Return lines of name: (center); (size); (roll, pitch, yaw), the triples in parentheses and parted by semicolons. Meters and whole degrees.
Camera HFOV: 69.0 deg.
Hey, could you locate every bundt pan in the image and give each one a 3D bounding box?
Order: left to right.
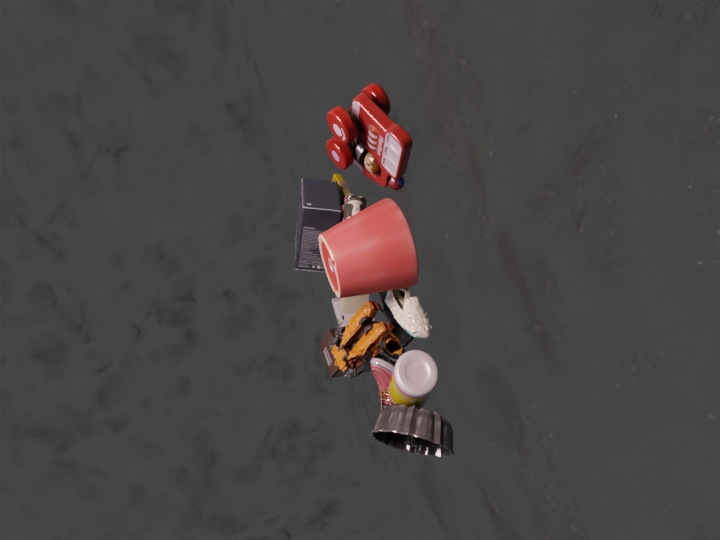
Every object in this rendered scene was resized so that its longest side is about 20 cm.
bundt pan: (0.124, 0.368, 1.220); (0.203, 0.196, 0.077); (97, -173, -62)

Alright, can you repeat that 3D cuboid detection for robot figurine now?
robot figurine: (-0.003, 0.183, 1.360); (0.201, 0.057, 0.146); (-51, 52, 27)

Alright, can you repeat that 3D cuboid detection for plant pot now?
plant pot: (0.011, -0.036, 1.147); (0.200, 0.173, 0.206); (162, 90, -77)

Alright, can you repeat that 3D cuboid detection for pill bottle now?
pill bottle: (0.121, 0.271, 1.244); (0.201, 0.102, 0.106); (96, 153, -61)

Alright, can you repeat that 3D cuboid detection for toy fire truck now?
toy fire truck: (0.026, -0.236, 1.001); (0.169, 0.111, 0.201); (49, 162, 15)

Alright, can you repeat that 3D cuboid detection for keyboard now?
keyboard: (0.091, 0.091, 1.331); (0.104, 0.039, 0.204); (-51, 53, 48)

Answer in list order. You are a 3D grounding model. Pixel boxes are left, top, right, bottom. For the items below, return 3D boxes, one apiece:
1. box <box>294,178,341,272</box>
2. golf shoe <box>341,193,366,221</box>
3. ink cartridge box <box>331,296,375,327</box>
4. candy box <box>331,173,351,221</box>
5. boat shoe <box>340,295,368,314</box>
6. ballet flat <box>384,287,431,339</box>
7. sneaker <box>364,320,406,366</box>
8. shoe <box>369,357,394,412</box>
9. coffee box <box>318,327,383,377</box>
box: (-0.121, -0.123, 1.437); (0.150, 0.104, 0.204); (-99, 17, -51)
golf shoe: (-0.023, -0.097, 1.363); (0.089, 0.075, 0.204); (-95, 5, -48)
ink cartridge box: (-0.009, 0.174, 1.670); (0.068, 0.113, 0.205); (-156, 48, -75)
candy box: (-0.052, -0.178, 1.482); (0.202, 0.026, 0.104); (-116, 37, -46)
boat shoe: (-0.002, 0.020, 1.388); (0.063, 0.069, 0.204); (-113, 42, -63)
ballet flat: (0.102, 0.079, 1.164); (0.200, 0.070, 0.073); (-132, 26, -62)
sneaker: (0.073, 0.196, 1.444); (0.200, 0.077, 0.079); (46, 151, 45)
shoe: (0.077, 0.320, 1.371); (0.070, 0.092, 0.201); (-4, 137, 44)
coffee box: (-0.007, 0.230, 1.515); (0.080, 0.196, 0.115); (-54, 48, 40)
